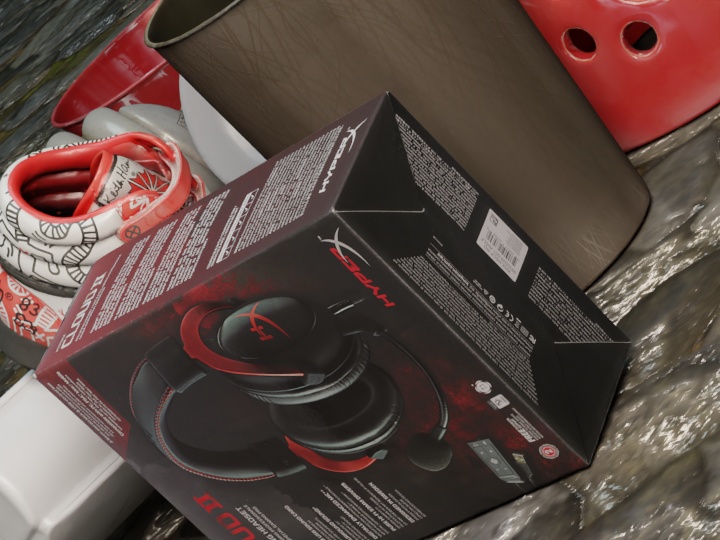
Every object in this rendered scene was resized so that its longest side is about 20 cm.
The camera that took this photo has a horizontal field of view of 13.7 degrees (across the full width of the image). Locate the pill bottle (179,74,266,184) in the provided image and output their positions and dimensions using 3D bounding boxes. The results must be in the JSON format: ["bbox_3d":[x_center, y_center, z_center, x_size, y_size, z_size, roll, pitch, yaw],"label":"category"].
[{"bbox_3d":[0.006,-0.108,1.525,0.114,0.114,0.200,-30,-1,35],"label":"pill bottle"}]

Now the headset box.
[{"bbox_3d":[-0.019,0.039,1.185,0.200,0.149,0.075,-27,27,39],"label":"headset box"}]

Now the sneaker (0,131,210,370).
[{"bbox_3d":[-0.060,0.002,1.270,0.108,0.201,0.067,94,-174,-45],"label":"sneaker"}]

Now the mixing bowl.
[{"bbox_3d":[-0.083,-0.117,1.853,0.200,0.108,0.200,-37,15,12],"label":"mixing bowl"}]

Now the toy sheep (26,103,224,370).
[{"bbox_3d":[-0.137,-0.029,1.708,0.200,0.138,0.138,-61,17,-3],"label":"toy sheep"}]

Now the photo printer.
[{"bbox_3d":[-0.122,0.074,1.402,0.200,0.069,0.166,-45,-7,-36],"label":"photo printer"}]

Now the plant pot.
[{"bbox_3d":[0.121,-0.183,1.416,0.200,0.183,0.200,-37,14,10],"label":"plant pot"}]

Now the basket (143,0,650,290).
[{"bbox_3d":[0.023,-0.075,1.307,0.136,0.200,0.180,-33,18,25],"label":"basket"}]
